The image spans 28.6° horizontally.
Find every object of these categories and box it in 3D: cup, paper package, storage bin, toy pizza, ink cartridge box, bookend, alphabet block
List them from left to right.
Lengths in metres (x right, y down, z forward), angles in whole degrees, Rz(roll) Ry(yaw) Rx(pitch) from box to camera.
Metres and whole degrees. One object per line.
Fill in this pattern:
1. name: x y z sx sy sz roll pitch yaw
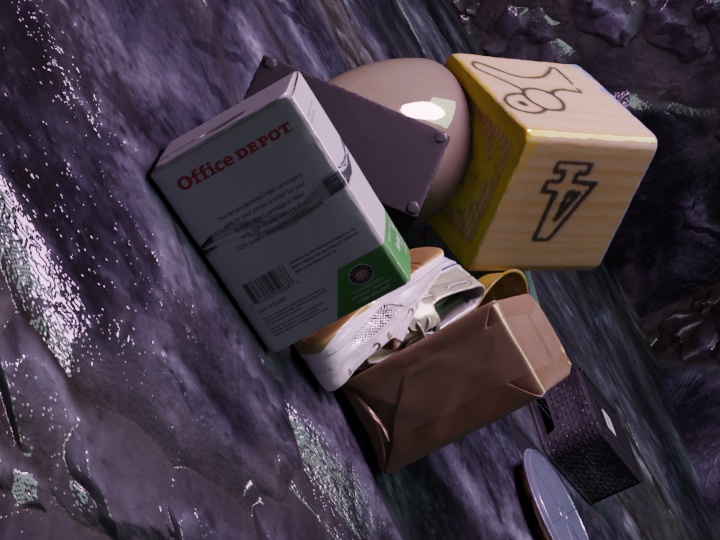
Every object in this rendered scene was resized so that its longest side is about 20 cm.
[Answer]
1. ink cartridge box: -0.067 -0.052 1.238 0.200 0.146 0.083 58 14 -20
2. bookend: -0.028 -0.115 1.449 0.198 0.092 0.200 23 -9 -1
3. cup: 0.009 -0.156 1.640 0.143 0.200 0.201 3 57 -42
4. paper package: 0.101 0.111 1.430 0.104 0.190 0.200 62 14 6
5. alphabet block: 0.197 -0.128 1.689 0.200 0.197 0.195 1 34 -31
6. toy pizza: 0.258 0.333 1.882 0.200 0.032 0.200 56 15 -24
7. storage bin: 0.350 0.258 2.198 0.200 0.094 0.135 48 21 -45

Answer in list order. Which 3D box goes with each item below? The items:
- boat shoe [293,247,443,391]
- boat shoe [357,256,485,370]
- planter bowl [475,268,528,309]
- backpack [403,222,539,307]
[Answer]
1. boat shoe: 0.016 0.046 1.377 0.200 0.071 0.069 -38 115 -35
2. boat shoe: 0.054 0.045 1.458 0.200 0.062 0.072 -37 138 -39
3. planter bowl: 0.117 0.081 1.664 0.200 0.083 0.201 -42 142 -44
4. backpack: 0.132 0.008 1.800 0.200 0.153 0.176 35 33 -43
